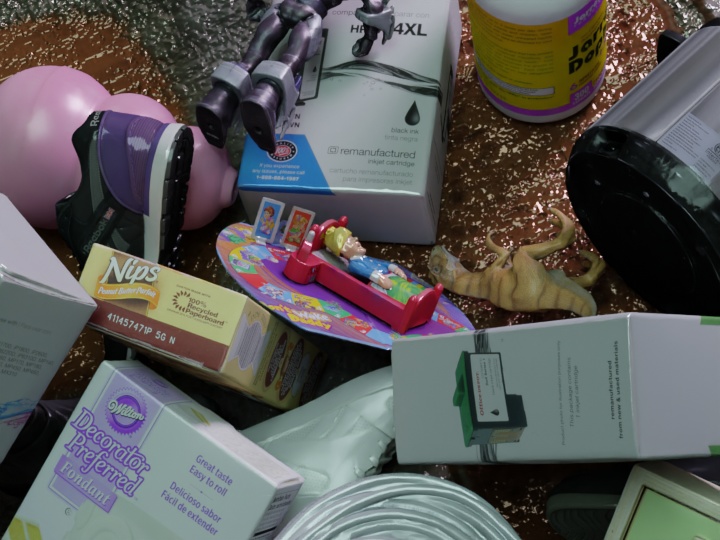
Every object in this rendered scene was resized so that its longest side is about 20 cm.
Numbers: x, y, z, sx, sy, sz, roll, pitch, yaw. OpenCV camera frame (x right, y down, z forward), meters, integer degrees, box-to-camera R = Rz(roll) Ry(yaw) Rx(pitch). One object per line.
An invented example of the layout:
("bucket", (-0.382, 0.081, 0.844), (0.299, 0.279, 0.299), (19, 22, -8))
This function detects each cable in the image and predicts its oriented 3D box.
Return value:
("cable", (0.020, 0.226, 0.943), (0.199, 0.069, 0.201), (32, 73, 25))

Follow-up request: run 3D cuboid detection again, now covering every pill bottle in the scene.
("pill bottle", (0.129, -0.202, 1.135), (0.103, 0.200, 0.105), (-4, 64, 8))

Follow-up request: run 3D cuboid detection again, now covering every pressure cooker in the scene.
("pressure cooker", (0.264, -0.077, 1.062), (0.200, 0.178, 0.177), (-42, 107, -15))

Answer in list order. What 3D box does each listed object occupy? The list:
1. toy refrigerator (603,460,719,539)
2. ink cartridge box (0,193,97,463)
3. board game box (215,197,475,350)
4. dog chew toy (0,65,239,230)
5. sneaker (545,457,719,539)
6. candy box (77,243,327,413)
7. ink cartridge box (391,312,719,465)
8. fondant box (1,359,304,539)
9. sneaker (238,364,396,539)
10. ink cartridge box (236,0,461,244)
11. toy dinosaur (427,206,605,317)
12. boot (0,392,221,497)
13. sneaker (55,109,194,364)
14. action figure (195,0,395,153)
("toy refrigerator", (0.171, 0.224, 0.946), (0.075, 0.070, 0.202), (24, 96, 25))
("ink cartridge box", (-0.275, 0.056, 0.978), (0.147, 0.085, 0.201), (42, 102, 38))
("board game box", (0.000, 0.000, 1.067), (0.198, 0.039, 0.158), (14, 21, -25))
("dog chew toy", (-0.190, -0.083, 1.180), (0.197, 0.125, 0.126), (13, 66, 6))
("sneaker", (0.223, 0.130, 1.040), (0.197, 0.075, 0.107), (-2, 53, 6))
("candy box", (-0.105, 0.045, 1.051), (0.114, 0.200, 0.056), (19, 81, 17))
("ink cartridge box", (0.135, 0.076, 0.957), (0.199, 0.145, 0.086), (-10, 80, 48))
("fondant box", (-0.148, 0.179, 0.988), (0.143, 0.058, 0.201), (32, 95, 16))
("sneaker", (-0.001, 0.143, 1.066), (0.198, 0.074, 0.117), (-26, 64, 7))
("ink cartridge box", (-0.005, -0.130, 1.187), (0.144, 0.085, 0.202), (2, 65, 11))
("toy dinosaur", (0.131, 0.012, 1.095), (0.106, 0.061, 0.199), (-40, 28, -25))
("boot", (-0.206, 0.108, 1.058), (0.198, 0.132, 0.071), (-14, 60, 17))
("sneaker", (-0.178, -0.020, 1.120), (0.086, 0.076, 0.202), (14, 111, 6))
("action figure", (-0.048, -0.182, 1.138), (0.129, 0.070, 0.201), (18, 65, 27))
